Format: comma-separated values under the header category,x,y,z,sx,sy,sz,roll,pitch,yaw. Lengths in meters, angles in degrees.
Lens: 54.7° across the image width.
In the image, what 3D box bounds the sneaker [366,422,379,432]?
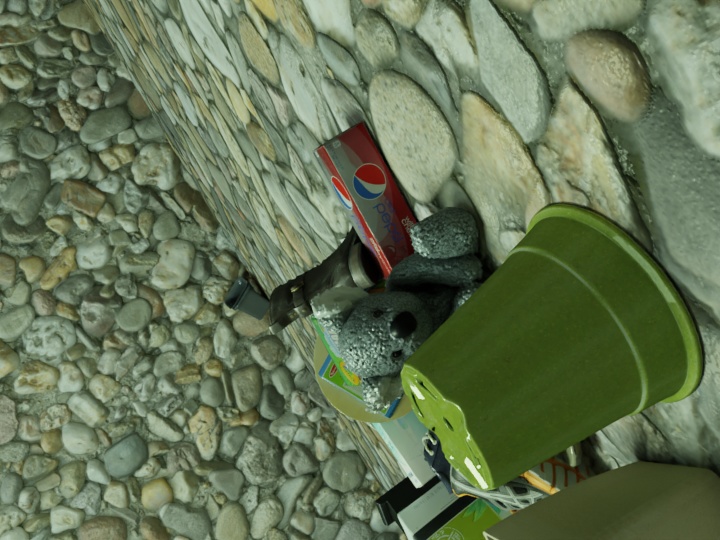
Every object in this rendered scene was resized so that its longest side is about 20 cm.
category,x,y,z,sx,sy,sz,roll,pitch,yaw
sneaker,0.088,0.263,1.242,0.197,0.076,0.105,16,173,0

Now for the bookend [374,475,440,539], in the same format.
category,x,y,z,sx,sy,sz,roll,pitch,yaw
bookend,0.166,0.454,1.271,0.200,0.197,0.093,43,158,43

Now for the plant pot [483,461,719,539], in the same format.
category,x,y,z,sx,sy,sz,roll,pitch,yaw
plant pot,0.261,0.286,0.636,0.201,0.176,0.200,56,166,6

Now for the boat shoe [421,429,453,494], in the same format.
category,x,y,z,sx,sy,sz,roll,pitch,yaw
boat shoe,0.121,0.238,1.047,0.201,0.092,0.075,58,180,4

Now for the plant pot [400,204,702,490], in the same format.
category,x,y,z,sx,sy,sz,roll,pitch,yaw
plant pot,0.140,0.079,0.591,0.201,0.189,0.201,53,166,19

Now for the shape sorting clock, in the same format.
category,x,y,z,sx,sy,sz,roll,pitch,yaw
shape sorting clock,0.023,0.138,1.106,0.201,0.199,0.039,55,-179,7

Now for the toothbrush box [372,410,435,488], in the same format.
category,x,y,z,sx,sy,sz,roll,pitch,yaw
toothbrush box,0.095,0.228,1.147,0.201,0.146,0.085,52,167,16

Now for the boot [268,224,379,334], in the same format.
category,x,y,z,sx,sy,sz,roll,pitch,yaw
boot,-0.056,0.000,1.013,0.070,0.172,0.201,56,-160,-20

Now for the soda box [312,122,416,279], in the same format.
category,x,y,z,sx,sy,sz,roll,pitch,yaw
soda box,0.017,-0.087,0.913,0.202,0.063,0.070,60,166,-11

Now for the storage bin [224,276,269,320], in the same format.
category,x,y,z,sx,sy,sz,roll,pitch,yaw
storage bin,-0.439,0.112,2.772,0.134,0.147,0.200,33,174,-21

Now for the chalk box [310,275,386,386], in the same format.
category,x,y,z,sx,sy,sz,roll,pitch,yaw
chalk box,0.022,0.081,0.996,0.199,0.124,0.126,-12,113,50

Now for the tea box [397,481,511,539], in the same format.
category,x,y,z,sx,sy,sz,roll,pitch,yaw
tea box,0.199,0.423,1.091,0.196,0.199,0.135,39,157,49

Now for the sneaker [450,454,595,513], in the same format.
category,x,y,z,sx,sy,sz,roll,pitch,yaw
sneaker,0.201,0.257,0.840,0.197,0.078,0.078,17,116,10

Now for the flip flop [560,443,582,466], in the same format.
category,x,y,z,sx,sy,sz,roll,pitch,yaw
flip flop,0.194,0.163,0.851,0.200,0.057,0.082,49,163,34

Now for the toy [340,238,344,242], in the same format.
category,x,y,z,sx,sy,sz,roll,pitch,yaw
toy,0.000,0.000,1.185,0.116,0.047,0.200,61,165,-5

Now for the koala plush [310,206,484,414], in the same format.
category,x,y,z,sx,sy,sz,roll,pitch,yaw
koala plush,0.057,0.057,0.803,0.179,0.199,0.184,57,166,-1
